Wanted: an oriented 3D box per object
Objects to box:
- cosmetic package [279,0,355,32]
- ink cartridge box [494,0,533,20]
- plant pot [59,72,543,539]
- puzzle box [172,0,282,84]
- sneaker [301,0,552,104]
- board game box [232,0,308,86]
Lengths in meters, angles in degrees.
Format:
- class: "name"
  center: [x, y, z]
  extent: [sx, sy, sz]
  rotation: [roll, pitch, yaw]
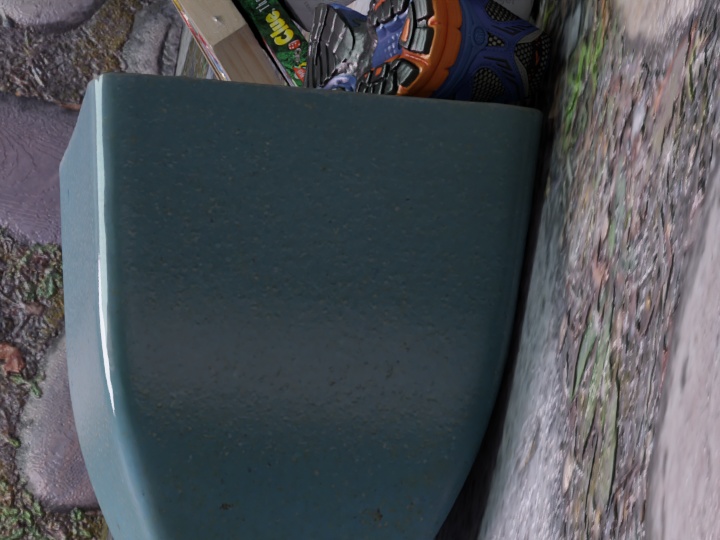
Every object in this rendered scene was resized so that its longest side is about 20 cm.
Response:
- class: "cosmetic package"
  center: [-0.017, -0.204, 1.725]
  extent: [0.113, 0.081, 0.200]
  rotation: [-36, 12, -2]
- class: "ink cartridge box"
  center: [0.023, -0.238, 1.410]
  extent: [0.146, 0.146, 0.201]
  rotation: [-111, 33, -75]
- class: "plant pot"
  center: [-0.035, 0.039, 1.339]
  extent: [0.196, 0.194, 0.201]
  rotation: [134, 138, -76]
- class: "puzzle box"
  center: [-0.064, -0.107, 1.726]
  extent: [0.133, 0.025, 0.200]
  rotation: [56, 177, 43]
- class: "sneaker"
  center: [0.024, -0.084, 1.374]
  extent: [0.200, 0.078, 0.076]
  rotation: [177, 105, -71]
- class: "board game box"
  center: [-0.037, -0.117, 1.667]
  extent: [0.105, 0.023, 0.200]
  rotation: [54, -179, -43]
